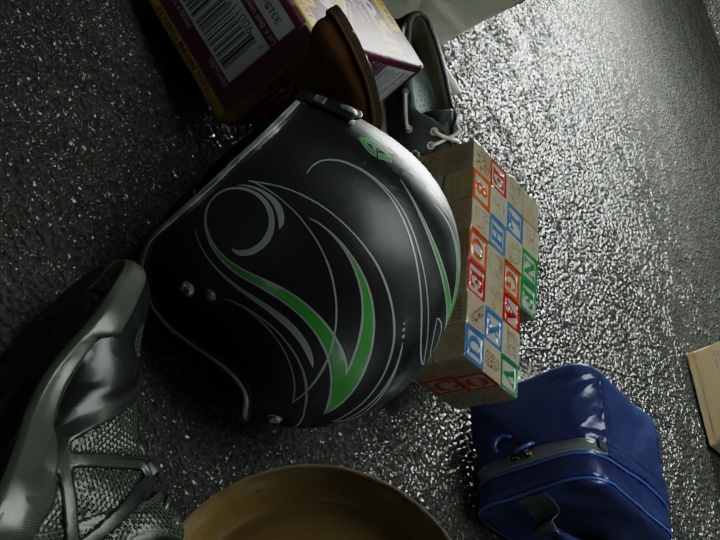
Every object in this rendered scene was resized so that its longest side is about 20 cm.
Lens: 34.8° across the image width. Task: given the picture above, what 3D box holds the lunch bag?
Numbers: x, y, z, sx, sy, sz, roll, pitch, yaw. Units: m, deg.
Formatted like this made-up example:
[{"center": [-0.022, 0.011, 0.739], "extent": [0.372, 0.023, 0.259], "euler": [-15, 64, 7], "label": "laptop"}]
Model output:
[{"center": [0.187, 0.184, 1.028], "extent": [0.200, 0.136, 0.132], "euler": [36, 40, -42], "label": "lunch bag"}]

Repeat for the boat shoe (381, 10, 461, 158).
[{"center": [0.057, -0.136, 1.042], "extent": [0.076, 0.060, 0.200], "euler": [-14, 84, -49], "label": "boat shoe"}]

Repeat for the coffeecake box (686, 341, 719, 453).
[{"center": [0.577, 0.215, 1.725], "extent": [0.200, 0.073, 0.154], "euler": [35, 40, -44], "label": "coffeecake box"}]

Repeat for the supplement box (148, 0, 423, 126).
[{"center": [-0.055, -0.190, 0.910], "extent": [0.131, 0.103, 0.200], "euler": [58, 23, 11], "label": "supplement box"}]

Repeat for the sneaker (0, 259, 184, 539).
[{"center": [-0.141, 0.091, 0.615], "extent": [0.114, 0.076, 0.200], "euler": [47, 37, -33], "label": "sneaker"}]

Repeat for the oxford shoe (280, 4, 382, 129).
[{"center": [-0.031, -0.109, 0.812], "extent": [0.071, 0.071, 0.200], "euler": [62, -16, 20], "label": "oxford shoe"}]

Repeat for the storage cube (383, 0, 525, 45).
[{"center": [0.059, -0.352, 1.186], "extent": [0.200, 0.171, 0.180], "euler": [39, 39, -40], "label": "storage cube"}]

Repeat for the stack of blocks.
[{"center": [0.094, 0.009, 0.951], "extent": [0.115, 0.059, 0.200], "euler": [39, 47, -43], "label": "stack of blocks"}]

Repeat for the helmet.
[{"center": [-0.030, 0.003, 0.754], "extent": [0.191, 0.200, 0.200], "euler": [47, 32, -11], "label": "helmet"}]

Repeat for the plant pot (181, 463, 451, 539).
[{"center": [-0.029, 0.203, 0.603], "extent": [0.027, 0.200, 0.200], "euler": [53, 24, -62], "label": "plant pot"}]

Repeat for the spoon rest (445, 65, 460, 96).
[{"center": [0.027, -0.137, 1.103], "extent": [0.099, 0.061, 0.200], "euler": [57, 43, -13], "label": "spoon rest"}]
